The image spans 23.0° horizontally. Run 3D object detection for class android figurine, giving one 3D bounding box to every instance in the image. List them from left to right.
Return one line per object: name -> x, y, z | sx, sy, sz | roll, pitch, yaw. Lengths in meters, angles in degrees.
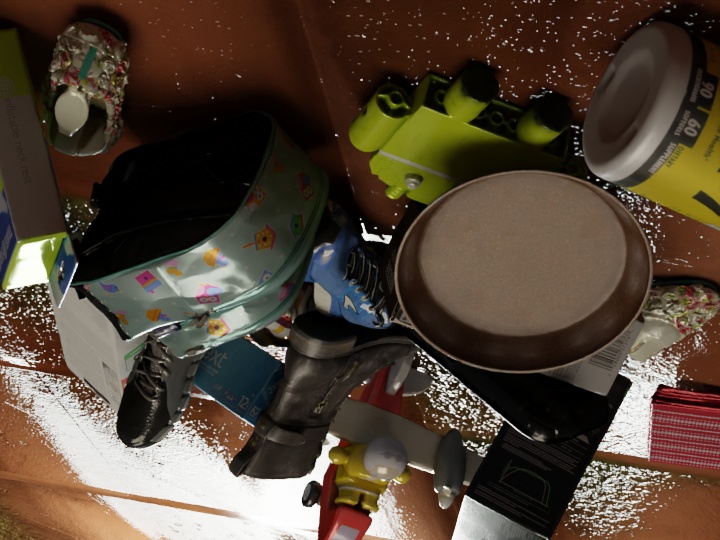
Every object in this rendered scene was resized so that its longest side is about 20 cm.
android figurine -> 0.081, -0.093, 1.381 | 0.182, 0.041, 0.200 | 20, 154, -15

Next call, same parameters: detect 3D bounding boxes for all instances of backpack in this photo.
backpack -> -0.120, -0.033, 1.444 | 0.200, 0.176, 0.153 | -25, 123, 38

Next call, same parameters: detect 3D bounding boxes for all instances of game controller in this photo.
game controller -> 0.121, 0.078, 1.517 | 0.104, 0.042, 0.200 | -5, -143, -48

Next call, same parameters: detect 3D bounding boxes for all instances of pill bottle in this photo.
pill bottle -> 0.264, -0.082, 1.212 | 0.200, 0.114, 0.114 | 21, 155, -18

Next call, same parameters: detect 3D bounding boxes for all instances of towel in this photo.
towel -> 0.369, 0.167, 1.823 | 0.145, 0.023, 0.200 | 7, 157, 10

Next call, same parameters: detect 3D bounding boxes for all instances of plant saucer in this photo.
plant saucer -> 0.126, -0.005, 1.379 | 0.200, 0.035, 0.200 | 1, 129, 1

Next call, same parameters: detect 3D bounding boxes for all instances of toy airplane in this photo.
toy airplane -> 0.018, 0.175, 1.820 | 0.200, 0.199, 0.141 | -24, -171, -14

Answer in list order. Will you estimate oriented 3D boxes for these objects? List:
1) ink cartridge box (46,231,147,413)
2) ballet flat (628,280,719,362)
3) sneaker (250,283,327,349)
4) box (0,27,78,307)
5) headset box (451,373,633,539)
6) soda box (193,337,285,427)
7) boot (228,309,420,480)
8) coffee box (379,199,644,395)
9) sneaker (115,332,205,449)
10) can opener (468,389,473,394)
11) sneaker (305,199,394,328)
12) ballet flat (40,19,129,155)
ink cartridge box -> -0.259, 0.062, 1.789 | 0.109, 0.050, 0.200 | 40, 153, 25
ballet flat -> 0.234, 0.054, 1.592 | 0.200, 0.064, 0.076 | -10, 146, 41
sneaker -> -0.079, 0.025, 1.692 | 0.090, 0.075, 0.200 | 6, 164, 22
box -> -0.277, -0.077, 1.414 | 0.048, 0.200, 0.122 | -11, 165, -20
headset box -> 0.181, 0.187, 1.761 | 0.093, 0.200, 0.174 | 27, 157, 10
soda box -> -0.137, 0.094, 1.776 | 0.200, 0.068, 0.064 | 29, 174, 45
boot -> -0.032, 0.121, 1.704 | 0.200, 0.174, 0.069 | -2, -149, -46
coffee box -> 0.124, 0.019, 1.489 | 0.200, 0.113, 0.080 | 20, 112, -12
sneaker -> -0.201, 0.073, 1.700 | 0.075, 0.200, 0.115 | 28, 179, 30
can opener -> 0.101, 0.062, 1.694 | 0.066, 0.053, 0.200 | 12, 156, 7
sneaker -> 0.000, 0.000, 1.570 | 0.089, 0.079, 0.200 | 22, 167, 18
ballet flat -> -0.227, -0.131, 1.414 | 0.076, 0.064, 0.200 | 19, 157, -1
